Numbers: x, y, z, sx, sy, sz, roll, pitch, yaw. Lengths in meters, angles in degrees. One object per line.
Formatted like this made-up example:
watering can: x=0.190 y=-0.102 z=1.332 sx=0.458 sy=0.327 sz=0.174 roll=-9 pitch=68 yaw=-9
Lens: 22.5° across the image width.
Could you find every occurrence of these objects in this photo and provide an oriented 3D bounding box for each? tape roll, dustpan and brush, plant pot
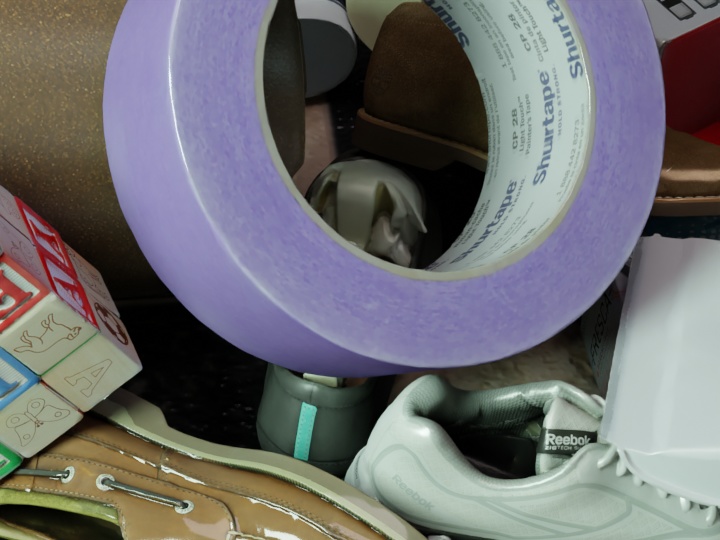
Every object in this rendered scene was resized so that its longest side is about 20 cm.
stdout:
tape roll: x=0.010 y=-0.060 z=0.686 sx=0.200 sy=0.085 sz=0.200 roll=3 pitch=83 yaw=-23
dustpan and brush: x=0.198 y=0.052 z=0.687 sx=0.200 sy=0.057 sz=0.140 roll=5 pitch=37 yaw=13
plant pot: x=-0.135 y=-0.065 z=0.764 sx=0.198 sy=0.200 sz=0.200 roll=-1 pitch=47 yaw=-17

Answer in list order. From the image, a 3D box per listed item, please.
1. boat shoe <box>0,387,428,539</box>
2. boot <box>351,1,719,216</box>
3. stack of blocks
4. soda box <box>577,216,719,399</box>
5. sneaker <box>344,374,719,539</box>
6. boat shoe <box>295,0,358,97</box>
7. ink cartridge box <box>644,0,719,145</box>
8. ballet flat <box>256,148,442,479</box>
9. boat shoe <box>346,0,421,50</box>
boat shoe: x=-0.062 y=0.104 z=0.690 sx=0.200 sy=0.072 sz=0.068 roll=18 pitch=52 yaw=25
boot: x=0.090 y=-0.071 z=0.793 sx=0.200 sy=0.076 sz=0.074 roll=16 pitch=14 yaw=24
stack of blocks: x=-0.196 y=0.050 z=0.664 sx=0.200 sy=0.115 sz=0.059 roll=-37 pitch=47 yaw=6
soda box: x=0.199 y=0.013 z=0.791 sx=0.200 sy=0.064 sz=0.068 roll=-4 pitch=48 yaw=-9
sneaker: x=0.096 y=0.085 z=0.701 sx=0.200 sy=0.081 sz=0.075 roll=7 pitch=45 yaw=-8
boat shoe: x=-0.105 y=-0.127 z=0.898 sx=0.200 sy=0.071 sz=0.091 roll=-3 pitch=45 yaw=-14
ink cartridge box: x=0.188 y=-0.142 z=0.917 sx=0.200 sy=0.084 sz=0.176 roll=-28 pitch=55 yaw=-27
ballet flat: x=0.000 y=0.000 z=0.784 sx=0.068 sy=0.068 sz=0.200 roll=6 pitch=47 yaw=3
boat shoe: x=0.084 y=-0.087 z=0.866 sx=0.201 sy=0.074 sz=0.063 roll=42 pitch=29 yaw=17
